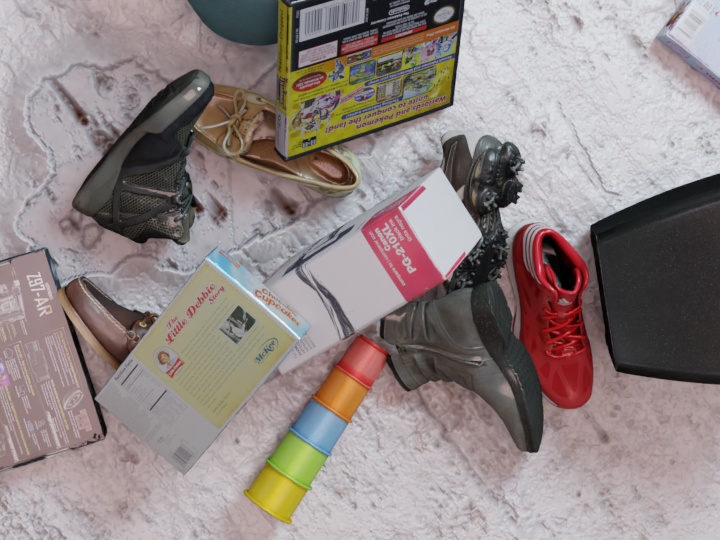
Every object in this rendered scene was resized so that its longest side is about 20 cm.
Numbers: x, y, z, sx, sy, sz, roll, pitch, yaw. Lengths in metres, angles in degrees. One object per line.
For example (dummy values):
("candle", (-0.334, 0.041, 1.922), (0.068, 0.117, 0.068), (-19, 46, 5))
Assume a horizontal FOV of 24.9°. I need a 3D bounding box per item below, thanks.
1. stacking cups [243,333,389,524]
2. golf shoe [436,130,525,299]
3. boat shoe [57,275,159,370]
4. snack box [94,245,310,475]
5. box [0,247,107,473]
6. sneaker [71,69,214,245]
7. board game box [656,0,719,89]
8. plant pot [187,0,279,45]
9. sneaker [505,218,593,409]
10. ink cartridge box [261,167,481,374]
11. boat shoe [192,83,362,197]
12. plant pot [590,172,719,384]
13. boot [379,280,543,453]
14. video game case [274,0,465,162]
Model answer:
("stacking cups", (-0.038, 0.158, 1.643), (0.060, 0.061, 0.200), (35, 90, -7))
("golf shoe", (0.101, -0.047, 1.643), (0.094, 0.078, 0.201), (30, 116, 35))
("boat shoe", (-0.213, 0.077, 1.615), (0.070, 0.070, 0.200), (-37, 107, 11))
("snack box", (-0.151, 0.087, 1.536), (0.116, 0.037, 0.200), (41, 116, -1))
("box", (-0.357, 0.095, 1.616), (0.159, 0.044, 0.201), (-18, 96, -4))
("sneaker", (-0.183, -0.102, 1.583), (0.114, 0.076, 0.200), (36, 116, -14))
("board game box", (0.441, -0.257, 1.667), (0.199, 0.041, 0.200), (38, 90, -7))
("plant pot", (-0.097, -0.296, 1.554), (0.199, 0.201, 0.135), (8, 128, -6))
("sneaker", (0.194, 0.050, 1.630), (0.078, 0.116, 0.201), (-20, 96, -4))
("ink cartridge box", (0.000, 0.000, 1.557), (0.199, 0.145, 0.085), (-31, 96, 25))
("boat shoe", (-0.088, -0.131, 1.615), (0.199, 0.063, 0.074), (21, 93, -6))
("plant pot", (0.324, 0.011, 1.610), (0.176, 0.200, 0.201), (-8, 96, 6))
("boot", (0.102, 0.102, 1.641), (0.130, 0.068, 0.201), (-13, 116, 22))
("video game case", (0.010, -0.208, 1.553), (0.199, 0.026, 0.181), (-21, 137, -25))
